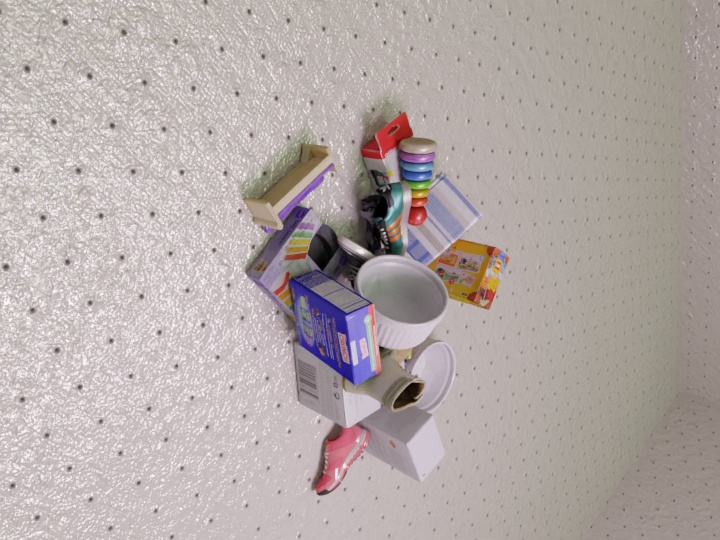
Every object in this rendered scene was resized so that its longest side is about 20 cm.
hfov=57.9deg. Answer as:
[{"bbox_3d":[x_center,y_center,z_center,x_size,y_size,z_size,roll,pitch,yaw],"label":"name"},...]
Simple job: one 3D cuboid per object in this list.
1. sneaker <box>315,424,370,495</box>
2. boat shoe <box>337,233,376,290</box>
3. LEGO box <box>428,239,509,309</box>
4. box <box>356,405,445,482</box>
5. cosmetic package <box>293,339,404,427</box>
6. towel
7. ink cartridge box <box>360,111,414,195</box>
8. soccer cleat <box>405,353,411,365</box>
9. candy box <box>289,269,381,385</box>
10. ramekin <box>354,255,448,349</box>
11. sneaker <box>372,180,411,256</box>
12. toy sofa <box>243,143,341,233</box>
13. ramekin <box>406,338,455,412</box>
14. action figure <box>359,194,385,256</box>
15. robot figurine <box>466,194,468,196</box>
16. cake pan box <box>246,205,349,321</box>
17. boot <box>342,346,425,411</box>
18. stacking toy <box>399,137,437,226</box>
[{"bbox_3d":[-0.062,0.460,1.615,0.087,0.074,0.200,36,88,-4],"label":"sneaker"},{"bbox_3d":[0.000,0.000,1.458,0.200,0.075,0.093,35,93,-41],"label":"boat shoe"},{"bbox_3d":[0.263,0.001,1.700,0.077,0.200,0.149,30,81,-46],"label":"LEGO box"},{"bbox_3d":[0.094,0.414,1.652,0.106,0.200,0.152,-41,129,-30],"label":"box"},{"bbox_3d":[-0.022,0.224,1.497,0.200,0.165,0.165,-23,118,-40],"label":"cosmetic package"},{"bbox_3d":[0.176,-0.120,1.568,0.200,0.147,0.024,-43,172,9],"label":"towel"},{"bbox_3d":[0.075,-0.257,1.521,0.116,0.067,0.200,-43,129,-30],"label":"ink cartridge box"},{"bbox_3d":[0.103,0.164,1.545,0.065,0.084,0.200,-9,126,-34],"label":"soccer cleat"},{"bbox_3d":[-0.053,0.112,1.328,0.077,0.200,0.169,-24,124,-30],"label":"candy box"},{"bbox_3d":[0.075,0.073,1.380,0.200,0.200,0.105,-26,149,-38],"label":"ramekin"},{"bbox_3d":[0.061,-0.106,1.461,0.080,0.071,0.200,-10,123,-19],"label":"sneaker"},{"bbox_3d":[-0.130,-0.162,1.326,0.200,0.083,0.098,-48,130,-25],"label":"toy sofa"},{"bbox_3d":[0.154,0.272,1.740,0.200,0.105,0.201,-16,112,-42],"label":"ramekin"},{"bbox_3d":[0.034,-0.074,1.535,0.130,0.069,0.200,-26,122,-42],"label":"action figure"},{"bbox_3d":[0.200,-0.124,1.656,0.200,0.117,0.144,-40,128,-31],"label":"robot figurine"},{"bbox_3d":[-0.125,-0.012,1.402,0.200,0.052,0.184,-55,137,-20],"label":"cake pan box"},{"bbox_3d":[0.081,0.213,1.364,0.200,0.155,0.072,-32,122,-36],"label":"boot"},{"bbox_3d":[0.126,-0.198,1.494,0.085,0.085,0.200,-21,123,-41],"label":"stacking toy"}]
